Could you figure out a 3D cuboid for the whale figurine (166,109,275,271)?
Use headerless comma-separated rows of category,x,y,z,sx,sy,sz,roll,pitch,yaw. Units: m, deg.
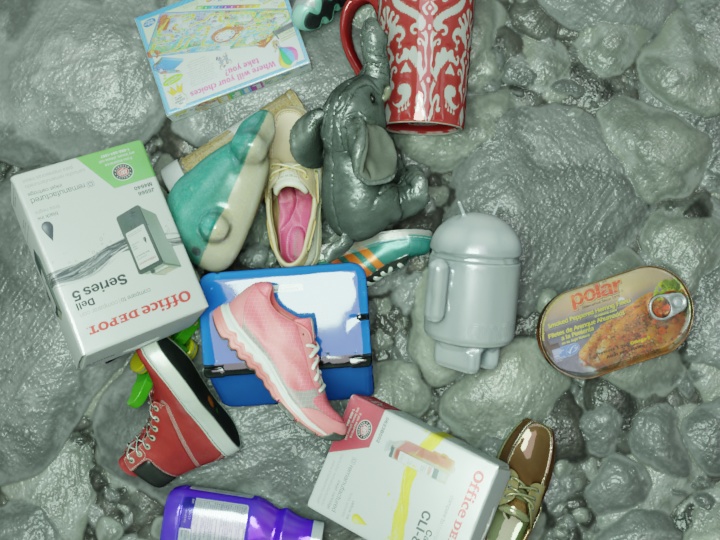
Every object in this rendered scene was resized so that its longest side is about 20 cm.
whale figurine,-0.161,-0.096,0.925,0.102,0.160,0.201,24,130,-7

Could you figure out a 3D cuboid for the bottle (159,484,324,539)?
bottle,-0.143,0.319,0.999,0.196,0.065,0.085,7,87,1

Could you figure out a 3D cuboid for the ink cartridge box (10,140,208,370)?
ink cartridge box,-0.270,-0.017,0.876,0.144,0.084,0.203,-22,84,-27

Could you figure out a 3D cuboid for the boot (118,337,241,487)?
boot,-0.249,0.175,0.972,0.142,0.073,0.202,-25,122,2

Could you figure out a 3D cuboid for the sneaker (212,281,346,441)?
sneaker,-0.072,0.097,0.886,0.087,0.074,0.201,-41,91,0

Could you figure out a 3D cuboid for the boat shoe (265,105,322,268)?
boat shoe,-0.078,-0.098,0.963,0.072,0.069,0.205,-5,89,6

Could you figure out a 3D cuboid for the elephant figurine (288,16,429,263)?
elephant figurine,-0.009,-0.145,0.913,0.139,0.157,0.202,-16,131,11

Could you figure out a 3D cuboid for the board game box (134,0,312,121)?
board game box,-0.177,-0.294,1.054,0.197,0.034,0.137,-20,86,0

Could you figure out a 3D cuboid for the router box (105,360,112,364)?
router box,-0.324,0.002,0.979,0.050,0.149,0.203,-25,85,-26

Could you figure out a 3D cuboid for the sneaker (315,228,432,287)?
sneaker,0.000,0.000,1.018,0.196,0.071,0.082,-13,87,8

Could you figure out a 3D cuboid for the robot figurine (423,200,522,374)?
robot figurine,0.136,0.018,0.980,0.112,0.168,0.204,10,101,39

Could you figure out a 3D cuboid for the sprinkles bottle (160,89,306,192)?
sprinkles bottle,-0.153,-0.150,1.028,0.198,0.068,0.069,-33,86,-2

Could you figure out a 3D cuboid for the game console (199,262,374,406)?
game console,-0.085,0.083,0.981,0.196,0.118,0.175,-4,91,0

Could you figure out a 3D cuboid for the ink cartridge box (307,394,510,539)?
ink cartridge box,0.059,0.255,0.961,0.197,0.083,0.147,22,86,23

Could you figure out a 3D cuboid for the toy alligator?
toy alligator,-0.237,0.080,1.026,0.054,0.059,0.202,29,82,45

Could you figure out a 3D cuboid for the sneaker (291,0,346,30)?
sneaker,-0.065,-0.409,1.038,0.139,0.078,0.201,33,71,7

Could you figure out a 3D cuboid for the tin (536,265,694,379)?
tin,0.318,0.064,1.022,0.196,0.042,0.114,-17,90,0

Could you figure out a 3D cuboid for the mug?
mug,0.068,-0.277,1.022,0.131,0.176,0.205,1,91,-35

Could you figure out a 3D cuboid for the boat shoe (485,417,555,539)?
boat shoe,0.191,0.285,0.991,0.074,0.074,0.203,20,87,2

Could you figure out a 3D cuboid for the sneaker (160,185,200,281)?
sneaker,-0.267,-0.028,1.011,0.084,0.074,0.202,-37,61,25
